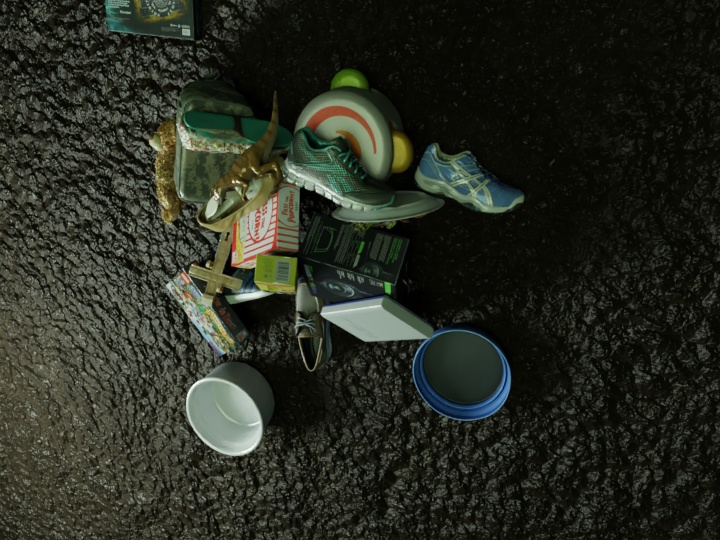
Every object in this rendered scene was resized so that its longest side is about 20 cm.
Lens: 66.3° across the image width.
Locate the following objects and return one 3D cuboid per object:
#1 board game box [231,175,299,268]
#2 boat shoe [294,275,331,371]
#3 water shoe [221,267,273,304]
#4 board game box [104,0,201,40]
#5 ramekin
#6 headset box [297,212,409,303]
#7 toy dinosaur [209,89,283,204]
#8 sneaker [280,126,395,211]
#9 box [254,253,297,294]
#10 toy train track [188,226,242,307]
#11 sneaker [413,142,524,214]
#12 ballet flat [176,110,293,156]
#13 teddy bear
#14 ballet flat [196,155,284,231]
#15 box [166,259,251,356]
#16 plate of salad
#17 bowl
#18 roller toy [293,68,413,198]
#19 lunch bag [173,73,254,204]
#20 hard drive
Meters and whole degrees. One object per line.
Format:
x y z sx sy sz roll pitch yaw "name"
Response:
-0.178 -0.096 1.022 0.198 0.045 0.157 -15 72 53 "board game box"
-0.101 0.114 1.152 0.070 0.073 0.206 -4 109 19 "boat shoe"
-0.224 0.015 1.155 0.195 0.072 0.081 -16 103 23 "water shoe"
-0.390 -0.513 1.028 0.194 0.028 0.140 12 113 14 "board game box"
-0.295 0.314 1.280 0.194 0.098 0.207 7 113 16 "ramekin"
0.000 0.000 1.015 0.194 0.095 0.175 16 156 11 "headset box"
-0.163 -0.177 0.876 0.106 0.060 0.201 41 95 -3 "toy dinosaur"
-0.032 -0.162 0.868 0.195 0.078 0.093 21 123 5 "sneaker"
-0.150 0.010 1.008 0.073 0.200 0.052 6 82 -6 "box"
-0.286 -0.029 1.124 0.111 0.033 0.206 16 84 -1 "toy train track"
0.189 -0.157 0.948 0.194 0.076 0.079 19 120 9 "sneaker"
-0.211 -0.224 0.931 0.194 0.078 0.064 7 147 -24 "ballet flat"
-0.382 -0.195 1.092 0.064 0.148 0.204 5 132 -7 "teddy bear"
-0.207 -0.128 0.945 0.198 0.062 0.070 -36 69 27 "ballet flat"
-0.335 0.087 1.208 0.202 0.038 0.135 55 143 -7 "box"
0.048 -0.099 0.947 0.193 0.200 0.050 -1 109 18 "plate of salad"
0.204 0.203 1.105 0.194 0.039 0.207 7 113 16 "bowl"
-0.019 -0.218 0.957 0.200 0.140 0.182 46 117 -4 "roller toy"
-0.277 -0.245 1.024 0.135 0.168 0.206 -1 119 -24 "lunch bag"
0.028 0.096 1.046 0.130 0.026 0.198 33 154 -28 "hard drive"
